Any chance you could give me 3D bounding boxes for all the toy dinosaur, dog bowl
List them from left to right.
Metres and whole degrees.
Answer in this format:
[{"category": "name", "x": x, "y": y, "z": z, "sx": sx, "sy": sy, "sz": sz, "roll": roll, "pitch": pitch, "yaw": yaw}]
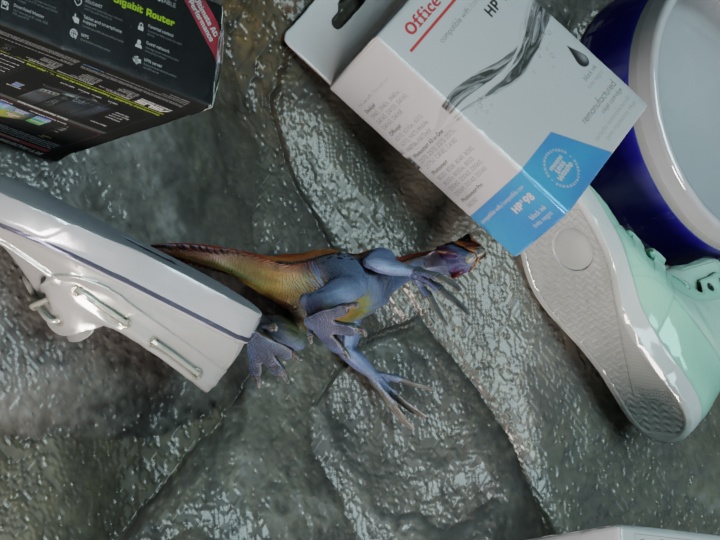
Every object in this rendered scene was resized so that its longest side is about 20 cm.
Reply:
[{"category": "toy dinosaur", "x": 0.000, "y": 0.000, "z": 1.663, "sx": 0.200, "sy": 0.105, "sz": 0.182, "roll": 48, "pitch": 31, "yaw": -8}, {"category": "dog bowl", "x": 0.239, "y": -0.105, "z": 1.904, "sx": 0.200, "sy": 0.079, "sz": 0.201, "roll": 12, "pitch": 72, "yaw": -40}]

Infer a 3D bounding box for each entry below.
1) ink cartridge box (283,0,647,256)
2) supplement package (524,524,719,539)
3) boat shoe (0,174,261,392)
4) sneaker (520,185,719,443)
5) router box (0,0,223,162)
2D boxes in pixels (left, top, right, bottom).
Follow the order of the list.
[{"category": "ink cartridge box", "x": 0.065, "y": -0.121, "z": 1.720, "sx": 0.200, "sy": 0.067, "sz": 0.116, "roll": 42, "pitch": 53, "yaw": -5}, {"category": "supplement package", "x": 0.190, "y": 0.229, "z": 1.754, "sx": 0.200, "sy": 0.117, "sz": 0.118, "roll": 10, "pitch": 73, "yaw": -40}, {"category": "boat shoe", "x": -0.151, "y": 0.007, "z": 1.537, "sx": 0.200, "sy": 0.072, "sz": 0.066, "roll": 27, "pitch": 95, "yaw": -29}, {"category": "sneaker", "x": 0.181, "y": 0.002, "z": 1.835, "sx": 0.118, "sy": 0.074, "sz": 0.201, "roll": -44, "pitch": 108, "yaw": -45}, {"category": "router box", "x": -0.194, "y": -0.126, "z": 1.468, "sx": 0.200, "sy": 0.150, "sz": 0.062, "roll": 20, "pitch": 67, "yaw": -38}]
